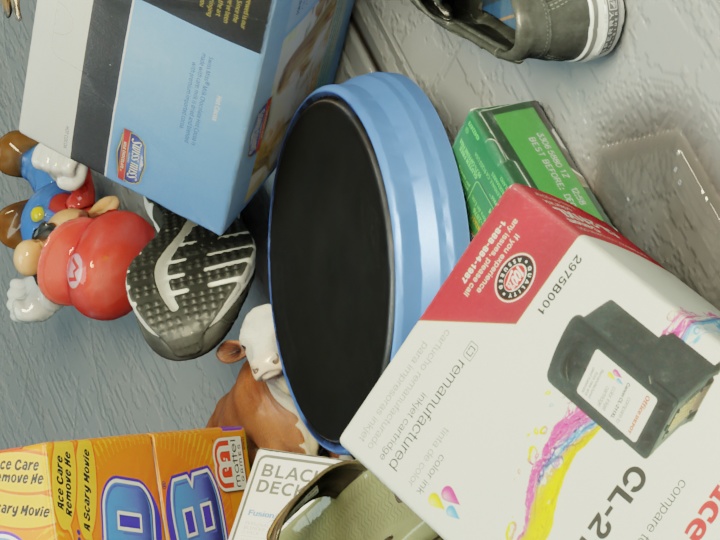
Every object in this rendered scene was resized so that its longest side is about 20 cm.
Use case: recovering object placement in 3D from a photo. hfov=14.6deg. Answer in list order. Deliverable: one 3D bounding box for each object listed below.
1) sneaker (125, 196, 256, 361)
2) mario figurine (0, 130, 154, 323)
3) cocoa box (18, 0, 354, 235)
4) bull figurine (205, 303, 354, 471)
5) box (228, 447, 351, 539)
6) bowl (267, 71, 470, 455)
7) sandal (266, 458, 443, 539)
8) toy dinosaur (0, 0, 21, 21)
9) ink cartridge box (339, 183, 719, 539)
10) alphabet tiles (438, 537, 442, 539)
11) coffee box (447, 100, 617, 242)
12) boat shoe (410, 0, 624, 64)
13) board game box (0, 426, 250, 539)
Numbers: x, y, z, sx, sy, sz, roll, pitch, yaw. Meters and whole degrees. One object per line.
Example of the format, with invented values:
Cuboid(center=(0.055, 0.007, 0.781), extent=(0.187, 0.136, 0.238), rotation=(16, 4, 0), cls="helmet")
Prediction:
Cuboid(center=(-0.089, 0.007, 1.616), extent=(0.200, 0.074, 0.080), rotation=(-87, -11, -64), cls="sneaker")
Cuboid(center=(-0.205, -0.026, 1.815), extent=(0.123, 0.106, 0.200), rotation=(53, 173, -29), cls="mario figurine")
Cuboid(center=(-0.081, -0.146, 1.458), extent=(0.131, 0.133, 0.200), rotation=(27, 139, 10), cls="cocoa box")
Cuboid(center=(-0.044, 0.094, 1.594), extent=(0.200, 0.065, 0.121), rotation=(122, 131, -71), cls="bull figurine")
Cuboid(center=(-0.036, 0.207, 1.456), extent=(0.060, 0.200, 0.117), rotation=(4, 151, 27), cls="box")
Cuboid(center=(0.000, 0.000, 1.431), extent=(0.201, 0.039, 0.201), rotation=(177, 90, -69), cls="bowl")
Cuboid(center=(-0.012, 0.127, 1.362), extent=(0.201, 0.057, 0.080), rotation=(-49, 46, 21), cls="sandal")
Cuboid(center=(-0.143, -0.157, 1.623), extent=(0.200, 0.135, 0.086), rotation=(61, 147, 29), cls="toy dinosaur")
Cuboid(center=(0.110, 0.078, 1.206), extent=(0.200, 0.083, 0.146), rotation=(40, 100, 38), cls="ink cartridge box")
Cuboid(center=(0.051, 0.163, 1.326), extent=(0.196, 0.015, 0.200), rotation=(-44, 41, 32), cls="alphabet tiles")
Cuboid(center=(0.066, 0.024, 1.399), extent=(0.123, 0.044, 0.200), rotation=(61, 147, 31), cls="coffee box")
Cuboid(center=(0.050, -0.147, 1.352), extent=(0.200, 0.057, 0.069), rotation=(33, 128, 53), cls="boat shoe")
Cuboid(center=(-0.181, 0.198, 1.500), extent=(0.200, 0.200, 0.200), rotation=(-11, 85, 28), cls="board game box")
